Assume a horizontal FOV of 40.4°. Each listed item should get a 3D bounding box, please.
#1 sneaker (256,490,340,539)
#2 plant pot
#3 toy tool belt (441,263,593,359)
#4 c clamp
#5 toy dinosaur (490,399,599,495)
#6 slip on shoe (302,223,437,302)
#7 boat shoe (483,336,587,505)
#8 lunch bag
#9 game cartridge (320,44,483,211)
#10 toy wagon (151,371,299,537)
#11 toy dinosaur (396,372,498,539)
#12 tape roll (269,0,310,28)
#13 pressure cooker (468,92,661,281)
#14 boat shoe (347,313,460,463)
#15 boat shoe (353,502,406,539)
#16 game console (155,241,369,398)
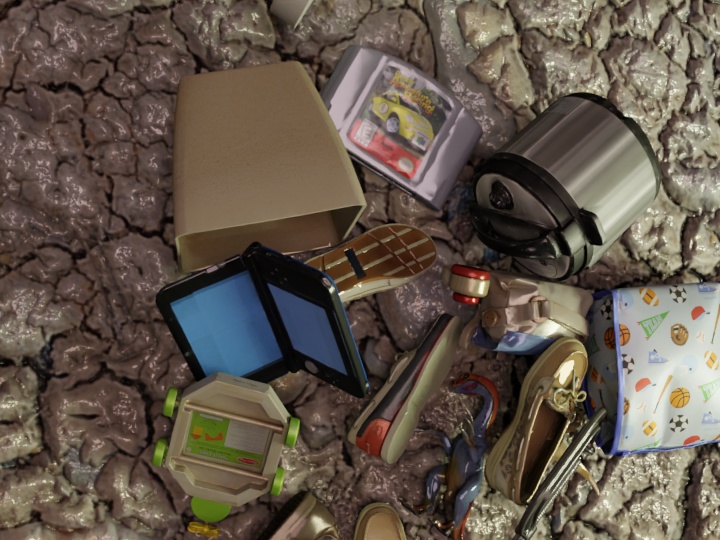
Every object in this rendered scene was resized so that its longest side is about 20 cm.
[{"bbox_3d":[-0.106,0.356,1.144,0.076,0.070,0.200,45,83,-10],"label":"sneaker"},{"bbox_3d":[-0.119,-0.117,1.084,0.197,0.200,0.180,-9,81,-11],"label":"plant pot"},{"bbox_3d":[0.181,0.067,1.170,0.198,0.124,0.125,9,96,-31],"label":"toy tool belt"},{"bbox_3d":[0.230,0.253,1.160,0.027,0.171,0.201,34,76,24],"label":"c clamp"},{"bbox_3d":[0.234,0.209,1.227,0.198,0.058,0.102,25,91,-31],"label":"toy dinosaur"},{"bbox_3d":[0.000,0.000,1.171,0.198,0.061,0.077,-23,83,-29],"label":"slip on shoe"},{"bbox_3d":[0.217,0.176,1.138,0.073,0.063,0.202,24,92,-30],"label":"boat shoe"},{"bbox_3d":[0.364,0.122,1.214,0.167,0.124,0.203,-5,85,-13],"label":"lunch bag"},{"bbox_3d":[0.046,-0.180,1.188,0.198,0.041,0.134,31,81,-10],"label":"game cartridge"},{"bbox_3d":[-0.161,0.215,1.127,0.153,0.040,0.202,15,112,-6],"label":"toy wagon"},{"bbox_3d":[0.123,0.227,1.207,0.182,0.104,0.201,-51,133,-16],"label":"toy dinosaur"},{"bbox_3d":[-0.034,-0.365,1.086,0.037,0.203,0.204,31,85,-9],"label":"tape roll"},{"bbox_3d":[0.227,-0.089,1.148,0.199,0.176,0.179,-40,78,-18],"label":"pressure cooker"},{"bbox_3d":[0.057,0.133,1.179,0.062,0.071,0.201,21,71,31],"label":"boat shoe"},{"bbox_3d":[0.032,0.384,1.174,0.073,0.066,0.203,-5,92,-11],"label":"boat shoe"},{"bbox_3d":[-0.102,0.083,1.075,0.118,0.169,0.201,-47,141,-27],"label":"game console"}]
